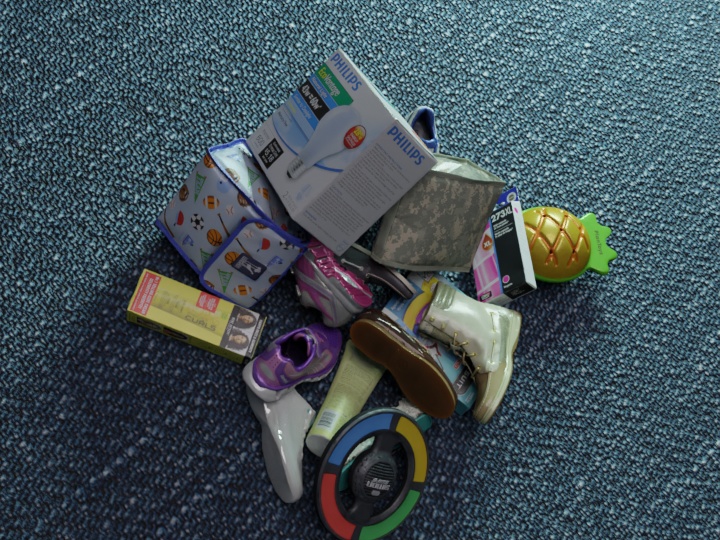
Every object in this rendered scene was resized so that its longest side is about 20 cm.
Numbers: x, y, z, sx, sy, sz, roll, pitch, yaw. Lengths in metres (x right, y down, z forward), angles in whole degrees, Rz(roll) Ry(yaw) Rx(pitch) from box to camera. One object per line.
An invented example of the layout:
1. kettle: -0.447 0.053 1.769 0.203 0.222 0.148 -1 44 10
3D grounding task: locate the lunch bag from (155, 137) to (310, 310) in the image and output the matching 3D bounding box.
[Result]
1. lunch bag: -0.184 -0.062 1.468 0.201 0.170 0.123 50 33 5

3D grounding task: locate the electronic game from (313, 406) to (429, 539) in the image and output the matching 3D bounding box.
1. electronic game: 0.018 0.294 1.407 0.197 0.041 0.204 -10 107 -33

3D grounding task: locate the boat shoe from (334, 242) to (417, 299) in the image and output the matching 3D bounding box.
1. boat shoe: 0.000 0.000 1.546 0.198 0.073 0.063 33 84 22

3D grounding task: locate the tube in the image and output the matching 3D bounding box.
1. tube: -0.020 0.191 1.477 0.059 0.051 0.201 61 38 -30

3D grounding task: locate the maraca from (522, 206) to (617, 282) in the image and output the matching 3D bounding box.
1. maraca: 0.334 -0.044 1.642 0.196 0.107 0.140 -1 68 -15

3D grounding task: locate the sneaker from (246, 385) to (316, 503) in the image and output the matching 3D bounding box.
1. sneaker: -0.101 0.233 1.440 0.087 0.075 0.204 -5 68 -29

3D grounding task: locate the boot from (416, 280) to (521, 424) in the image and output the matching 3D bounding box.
1. boot: 0.155 0.121 1.492 0.152 0.072 0.203 23 55 -6

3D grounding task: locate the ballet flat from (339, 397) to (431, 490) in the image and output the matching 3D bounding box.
1. ballet flat: 0.019 0.255 1.471 0.198 0.072 0.072 -29 78 -25

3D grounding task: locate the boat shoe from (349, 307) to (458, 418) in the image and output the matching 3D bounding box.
1. boat shoe: 0.073 0.132 1.475 0.200 0.070 0.070 46 29 3

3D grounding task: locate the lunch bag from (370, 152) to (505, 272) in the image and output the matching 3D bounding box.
1. lunch bag: 0.104 -0.091 1.523 0.198 0.167 0.117 1 26 -46

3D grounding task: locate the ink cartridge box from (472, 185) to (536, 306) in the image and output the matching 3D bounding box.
1. ink cartridge box: 0.224 -0.041 1.602 0.037 0.094 0.203 30 44 -39

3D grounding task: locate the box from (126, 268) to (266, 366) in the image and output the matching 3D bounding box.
1. box: -0.245 0.071 1.475 0.197 0.050 0.076 23 66 -5

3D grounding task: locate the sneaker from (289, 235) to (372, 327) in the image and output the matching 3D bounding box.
1. sneaker: -0.074 0.008 1.503 0.201 0.089 0.081 50 25 22

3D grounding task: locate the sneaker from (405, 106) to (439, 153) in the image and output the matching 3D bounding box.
1. sneaker: 0.096 -0.178 1.646 0.074 0.088 0.204 1 69 -16

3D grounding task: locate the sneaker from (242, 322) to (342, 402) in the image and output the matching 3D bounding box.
1. sneaker: -0.083 0.118 1.449 0.081 0.089 0.199 45 36 13

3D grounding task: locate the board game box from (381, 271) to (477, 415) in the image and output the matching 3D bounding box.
1. board game box: 0.127 0.104 1.561 0.199 0.047 0.152 38 64 3

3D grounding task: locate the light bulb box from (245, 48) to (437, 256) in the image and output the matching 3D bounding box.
1. light bulb box: -0.030 -0.172 1.426 0.200 0.124 0.199 -43 49 9
